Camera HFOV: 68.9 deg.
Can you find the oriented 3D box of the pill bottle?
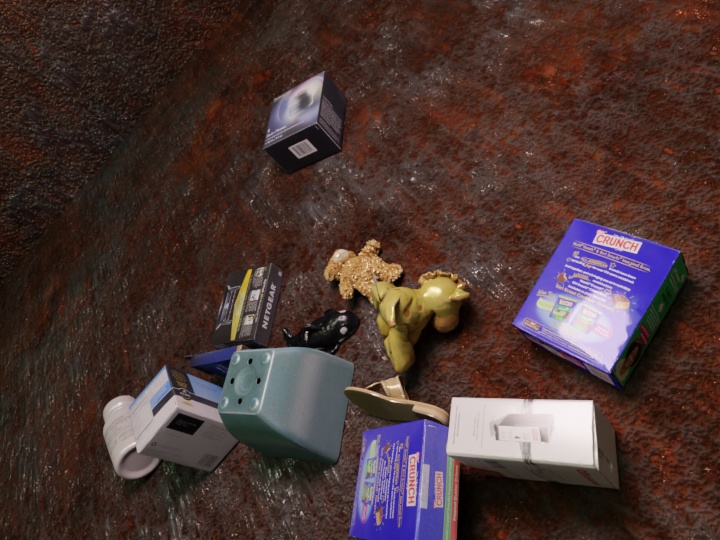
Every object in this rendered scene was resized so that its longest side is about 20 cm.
[{"bbox_3d":[-0.574,0.408,1.308,0.115,0.114,0.199,-52,44,-1],"label":"pill bottle"}]

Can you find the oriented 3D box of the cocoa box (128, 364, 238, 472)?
[{"bbox_3d":[-0.372,0.322,1.137,0.134,0.199,0.131,-47,44,5],"label":"cocoa box"}]

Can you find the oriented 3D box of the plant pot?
[{"bbox_3d":[-0.157,0.244,1.014,0.193,0.199,0.200,-8,59,35],"label":"plant pot"}]

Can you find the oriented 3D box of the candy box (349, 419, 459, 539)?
[{"bbox_3d":[0.067,0.333,0.811,0.200,0.076,0.172,-37,38,57],"label":"candy box"}]

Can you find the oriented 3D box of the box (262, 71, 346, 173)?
[{"bbox_3d":[-0.155,-0.414,1.474,0.197,0.123,0.202,-16,53,30],"label":"box"}]

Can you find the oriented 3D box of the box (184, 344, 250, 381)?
[{"bbox_3d":[-0.301,0.217,1.201,0.197,0.121,0.033,-14,56,32],"label":"box"}]

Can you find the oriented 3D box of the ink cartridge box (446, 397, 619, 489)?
[{"bbox_3d":[0.241,0.239,0.733,0.197,0.147,0.084,-8,57,34],"label":"ink cartridge box"}]

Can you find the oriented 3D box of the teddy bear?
[{"bbox_3d":[0.000,0.000,1.131,0.145,0.067,0.200,-46,46,3],"label":"teddy bear"}]

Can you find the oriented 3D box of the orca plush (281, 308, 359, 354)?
[{"bbox_3d":[-0.102,0.121,1.134,0.197,0.071,0.107,-7,60,36],"label":"orca plush"}]

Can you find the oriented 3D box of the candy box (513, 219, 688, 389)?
[{"bbox_3d":[0.360,0.043,0.798,0.168,0.077,0.202,29,85,46],"label":"candy box"}]

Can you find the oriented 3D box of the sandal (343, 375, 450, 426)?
[{"bbox_3d":[0.073,0.226,0.944,0.208,0.078,0.070,8,48,35],"label":"sandal"}]

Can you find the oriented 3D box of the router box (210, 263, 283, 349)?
[{"bbox_3d":[-0.282,0.093,1.310,0.155,0.052,0.204,-11,58,33],"label":"router box"}]

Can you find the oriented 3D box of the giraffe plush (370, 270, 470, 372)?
[{"bbox_3d":[0.112,0.065,0.955,0.159,0.202,0.174,-15,45,-5],"label":"giraffe plush"}]
